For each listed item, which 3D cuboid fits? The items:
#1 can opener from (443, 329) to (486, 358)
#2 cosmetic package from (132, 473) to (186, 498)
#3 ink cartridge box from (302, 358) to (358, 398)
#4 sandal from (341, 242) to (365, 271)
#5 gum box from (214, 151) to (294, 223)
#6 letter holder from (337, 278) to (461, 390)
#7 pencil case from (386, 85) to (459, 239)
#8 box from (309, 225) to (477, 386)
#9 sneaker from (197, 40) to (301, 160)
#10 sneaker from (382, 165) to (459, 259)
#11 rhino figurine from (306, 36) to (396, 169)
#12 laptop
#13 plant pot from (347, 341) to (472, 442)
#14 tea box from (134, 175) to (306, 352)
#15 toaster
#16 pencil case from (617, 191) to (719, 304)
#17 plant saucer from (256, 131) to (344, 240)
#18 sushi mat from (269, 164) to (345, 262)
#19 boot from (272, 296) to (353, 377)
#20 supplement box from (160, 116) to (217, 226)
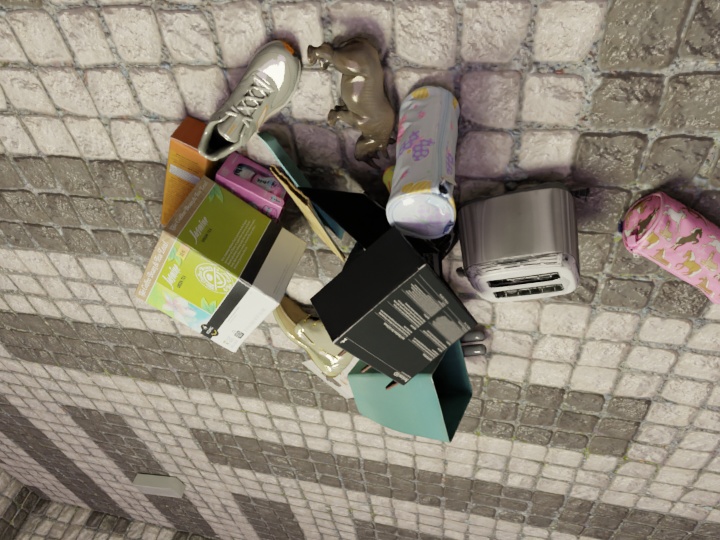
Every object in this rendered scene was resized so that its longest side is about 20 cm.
[{"bbox_3d":[0.156,0.152,1.055,0.197,0.054,0.066,-12,165,31],"label":"can opener"},{"bbox_3d":[-0.796,0.850,2.095,0.196,0.051,0.083,-3,136,22],"label":"cosmetic package"},{"bbox_3d":[-0.006,0.207,1.164,0.198,0.051,0.161,-22,124,39],"label":"ink cartridge box"},{"bbox_3d":[0.000,0.001,0.845,0.047,0.200,0.076,29,95,-9],"label":"sandal"},{"bbox_3d":[-0.196,-0.094,0.895,0.112,0.067,0.201,26,138,-7],"label":"gum box"},{"bbox_3d":[0.073,0.113,0.905,0.101,0.199,0.142,52,135,6],"label":"letter holder"},{"bbox_3d":[0.081,-0.138,0.658,0.082,0.203,0.091,12,144,-5],"label":"pencil case"},{"bbox_3d":[0.050,0.055,0.682,0.141,0.079,0.200,-42,142,5],"label":"box"},{"bbox_3d":[-0.153,-0.220,0.724,0.075,0.093,0.200,36,126,-19],"label":"sneaker"},{"bbox_3d":[0.094,-0.092,0.807,0.090,0.078,0.201,32,164,40],"label":"sneaker"},{"bbox_3d":[0.001,-0.215,0.709,0.086,0.060,0.202,-3,136,19],"label":"rhino figurine"},{"bbox_3d":[0.020,-0.030,0.785,0.187,0.115,0.202,44,157,40],"label":"laptop"},{"bbox_3d":[0.085,0.212,0.997,0.197,0.141,0.144,-4,113,32],"label":"plant pot"},{"bbox_3d":[-0.226,-0.002,0.850,0.195,0.135,0.200,33,137,-13],"label":"tea box"},{"bbox_3d":[0.232,-0.036,0.751,0.197,0.131,0.114,-8,150,26],"label":"toaster"},{"bbox_3d":[0.458,-0.027,0.733,0.198,0.084,0.087,27,136,-11],"label":"pencil case"},{"bbox_3d":[-0.089,-0.133,0.829,0.019,0.070,0.201,-40,121,-2],"label":"plant saucer"},{"bbox_3d":[-0.076,-0.082,0.813,0.096,0.012,0.200,46,175,25],"label":"sushi mat"},{"bbox_3d":[-0.069,0.099,1.048,0.200,0.072,0.154,47,122,-2],"label":"boot"},{"bbox_3d":[-0.281,-0.147,0.871,0.068,0.067,0.201,23,137,-6],"label":"supplement box"}]
